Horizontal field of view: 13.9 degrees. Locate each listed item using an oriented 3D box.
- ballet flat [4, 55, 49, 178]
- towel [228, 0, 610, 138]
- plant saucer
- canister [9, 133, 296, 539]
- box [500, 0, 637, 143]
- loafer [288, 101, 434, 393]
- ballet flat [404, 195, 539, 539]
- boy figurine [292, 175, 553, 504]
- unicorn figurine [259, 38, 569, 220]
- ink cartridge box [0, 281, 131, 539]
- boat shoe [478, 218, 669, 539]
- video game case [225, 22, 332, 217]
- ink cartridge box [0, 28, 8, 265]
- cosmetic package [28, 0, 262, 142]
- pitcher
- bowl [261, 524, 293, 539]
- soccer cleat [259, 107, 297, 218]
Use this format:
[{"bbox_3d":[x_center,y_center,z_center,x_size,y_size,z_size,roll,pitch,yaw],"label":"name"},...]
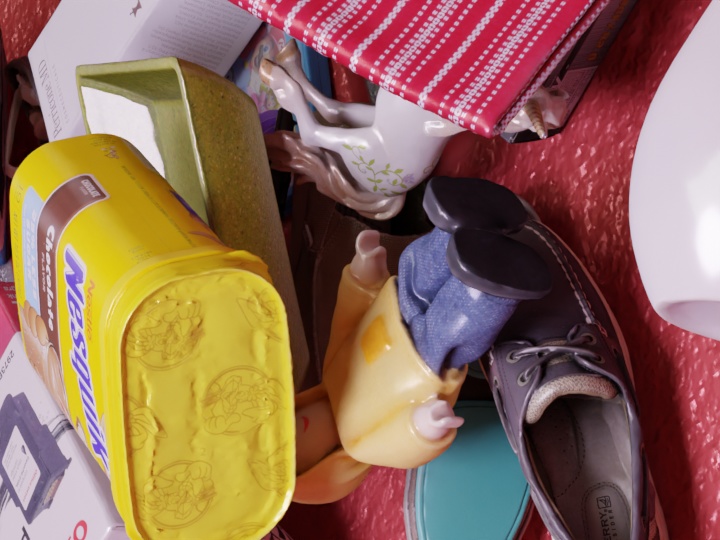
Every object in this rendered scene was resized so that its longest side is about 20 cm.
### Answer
[{"bbox_3d":[-0.187,-0.049,1.837,0.068,0.063,0.201,104,156,-58],"label":"ballet flat"},{"bbox_3d":[0.028,-0.156,1.408,0.200,0.023,0.145,30,74,32],"label":"towel"},{"bbox_3d":[-0.084,-0.016,1.549,0.200,0.048,0.201,-173,71,-69],"label":"plant saucer"},{"bbox_3d":[-0.107,0.031,1.447,0.200,0.086,0.149,-135,38,-58],"label":"canister"},{"bbox_3d":[0.078,-0.189,1.466,0.158,0.048,0.201,43,121,24],"label":"box"},{"bbox_3d":[0.000,0.000,1.562,0.067,0.076,0.201,-28,61,55],"label":"loafer"},{"bbox_3d":[0.059,0.060,1.482,0.064,0.067,0.201,165,112,-81],"label":"ballet flat"},{"bbox_3d":[0.012,0.039,1.417,0.200,0.064,0.125,-49,46,37],"label":"boy figurine"},{"bbox_3d":[0.027,-0.090,1.452,0.137,0.074,0.200,42,151,3],"label":"unicorn figurine"},{"bbox_3d":[-0.161,0.126,1.592,0.145,0.084,0.200,-61,40,28],"label":"ink cartridge box"},{"bbox_3d":[0.099,0.062,1.394,0.065,0.072,0.201,77,178,-72],"label":"boat shoe"},{"bbox_3d":[-0.082,-0.083,1.741,0.200,0.018,0.144,-31,59,47],"label":"video game case"},{"bbox_3d":[-0.268,-0.094,1.871,0.200,0.083,0.146,106,164,-77],"label":"ink cartridge box"},{"bbox_3d":[-0.114,-0.158,1.725,0.200,0.074,0.102,-52,37,28],"label":"cosmetic package"},{"bbox_3d":[0.205,-0.071,1.270,0.171,0.121,0.201,3,74,39],"label":"pitcher"},{"bbox_3d":[-0.072,0.209,1.605,0.200,0.094,0.202,-13,73,53],"label":"bowl"},{"bbox_3d":[-0.089,-0.011,1.657,0.068,0.073,0.201,-75,6,-54],"label":"soccer cleat"}]
